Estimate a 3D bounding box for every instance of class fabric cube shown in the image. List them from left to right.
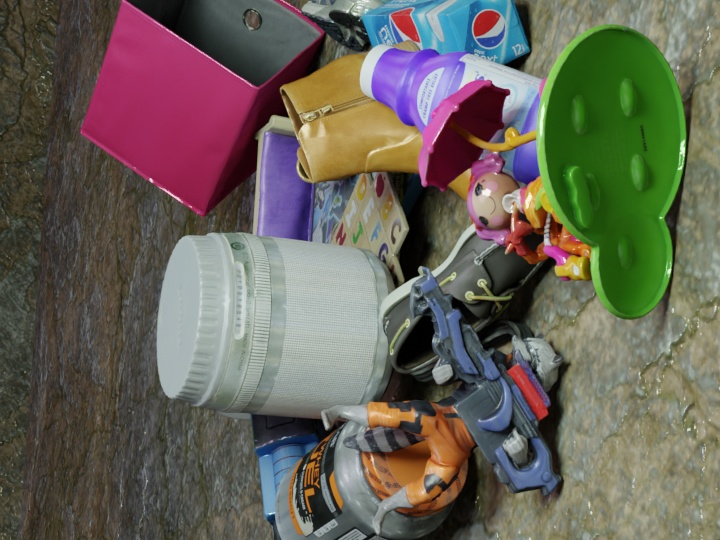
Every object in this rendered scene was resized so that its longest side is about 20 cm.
[{"bbox_3d":[-0.190,-0.230,1.653,0.200,0.195,0.201,-50,-10,-52],"label":"fabric cube"}]

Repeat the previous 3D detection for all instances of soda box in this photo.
[{"bbox_3d":[0.074,-0.221,1.256,0.200,0.067,0.065,23,138,66],"label":"soda box"}]

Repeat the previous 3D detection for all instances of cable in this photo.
[{"bbox_3d":[0.078,0.063,1.194,0.098,0.050,0.200,-67,23,4],"label":"cable"}]

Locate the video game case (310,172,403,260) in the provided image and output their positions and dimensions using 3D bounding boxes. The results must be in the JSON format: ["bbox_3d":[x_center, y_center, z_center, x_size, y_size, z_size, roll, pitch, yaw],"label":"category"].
[{"bbox_3d":[-0.006,-0.080,1.429,0.199,0.025,0.184,162,113,-65],"label":"video game case"}]

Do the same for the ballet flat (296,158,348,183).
[{"bbox_3d":[-0.009,-0.137,1.332,0.069,0.062,0.200,62,149,14],"label":"ballet flat"}]

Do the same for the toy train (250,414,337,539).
[{"bbox_3d":[-0.060,0.215,1.375,0.115,0.085,0.202,59,-161,-54],"label":"toy train"}]

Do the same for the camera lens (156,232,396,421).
[{"bbox_3d":[-0.072,0.052,1.239,0.160,0.197,0.163,-173,90,-67],"label":"camera lens"}]

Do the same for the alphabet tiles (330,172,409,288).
[{"bbox_3d":[0.000,0.000,1.348,0.168,0.006,0.201,-106,31,-45],"label":"alphabet tiles"}]

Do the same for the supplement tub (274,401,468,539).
[{"bbox_3d":[0.010,0.196,1.226,0.200,0.121,0.124,135,137,-53],"label":"supplement tub"}]

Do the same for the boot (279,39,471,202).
[{"bbox_3d":[0.023,-0.103,1.205,0.203,0.143,0.071,60,167,18],"label":"boot"}]

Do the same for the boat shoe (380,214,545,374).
[{"bbox_3d":[0.094,0.017,1.122,0.201,0.071,0.061,-40,39,36],"label":"boat shoe"}]

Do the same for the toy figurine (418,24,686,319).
[{"bbox_3d":[0.124,-0.069,0.992,0.183,0.149,0.203,4,111,52],"label":"toy figurine"}]

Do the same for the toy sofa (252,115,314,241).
[{"bbox_3d":[-0.076,-0.073,1.561,0.097,0.082,0.203,157,118,-64],"label":"toy sofa"}]

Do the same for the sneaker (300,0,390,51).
[{"bbox_3d":[0.000,-0.298,1.501,0.087,0.077,0.200,-58,21,-3],"label":"sneaker"}]

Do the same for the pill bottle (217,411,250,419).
[{"bbox_3d":[-0.136,0.064,1.616,0.114,0.112,0.202,123,147,-43],"label":"pill bottle"}]

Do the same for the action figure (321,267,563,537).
[{"bbox_3d":[0.066,0.094,1.073,0.105,0.191,0.202,-103,-12,-82],"label":"action figure"}]

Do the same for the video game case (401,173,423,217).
[{"bbox_3d":[0.029,-0.140,1.424,0.202,0.018,0.144,-104,32,-42],"label":"video game case"}]

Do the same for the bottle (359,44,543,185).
[{"bbox_3d":[0.088,-0.137,1.122,0.199,0.065,0.085,27,104,33],"label":"bottle"}]
